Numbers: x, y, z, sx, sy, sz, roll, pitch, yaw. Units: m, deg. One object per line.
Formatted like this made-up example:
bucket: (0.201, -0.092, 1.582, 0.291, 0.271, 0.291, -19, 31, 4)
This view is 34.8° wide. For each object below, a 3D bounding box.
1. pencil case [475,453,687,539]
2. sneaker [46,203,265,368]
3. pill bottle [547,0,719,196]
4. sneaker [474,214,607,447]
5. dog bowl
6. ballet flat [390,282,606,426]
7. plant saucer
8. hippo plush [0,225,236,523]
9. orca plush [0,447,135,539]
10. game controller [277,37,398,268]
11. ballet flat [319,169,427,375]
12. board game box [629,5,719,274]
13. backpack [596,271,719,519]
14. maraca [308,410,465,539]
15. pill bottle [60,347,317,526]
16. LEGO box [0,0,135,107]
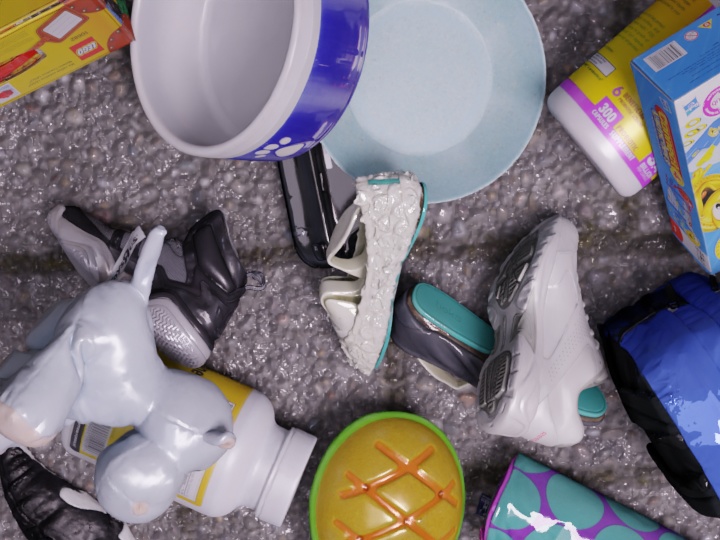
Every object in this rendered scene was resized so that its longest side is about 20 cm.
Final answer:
pencil case: (0.195, 0.235, 0.963, 0.198, 0.085, 0.093, 26, 85, 2)
sneaker: (-0.170, -0.013, 0.975, 0.199, 0.076, 0.114, 38, 71, 23)
pill bottle: (0.249, -0.158, 0.885, 0.200, 0.104, 0.104, -41, 93, 11)
sneaker: (0.154, 0.052, 0.920, 0.099, 0.078, 0.202, 25, 62, -17)
dog bowl: (-0.089, -0.186, 0.882, 0.199, 0.078, 0.203, -1, 89, 43)
ballet flat: (0.109, 0.082, 0.964, 0.199, 0.073, 0.074, 30, 101, -5)
plant saucer: (0.050, -0.156, 0.928, 0.198, 0.039, 0.204, -1, 95, -8)
hippo plush: (-0.177, 0.095, 0.872, 0.161, 0.159, 0.200, 45, 75, -17)
orca plush: (-0.266, 0.221, 1.021, 0.104, 0.071, 0.202, -27, 95, 10)
game controller: (-0.020, -0.105, 0.964, 0.103, 0.042, 0.203, -12, 98, -6)
ballet flat: (0.000, 0.000, 0.927, 0.071, 0.072, 0.202, 18, 128, 4)
board game box: (0.310, -0.120, 0.835, 0.199, 0.056, 0.196, -31, 137, 1)
backpack: (0.279, 0.082, 0.871, 0.167, 0.200, 0.163, -36, 93, 11)
maraca: (0.020, 0.218, 0.964, 0.135, 0.107, 0.203, 7, 91, -11)
pill bottle: (-0.142, 0.139, 0.973, 0.198, 0.112, 0.113, 24, 101, 2)
LEGO box: (-0.297, -0.217, 0.921, 0.198, 0.077, 0.150, -23, 65, 9)
